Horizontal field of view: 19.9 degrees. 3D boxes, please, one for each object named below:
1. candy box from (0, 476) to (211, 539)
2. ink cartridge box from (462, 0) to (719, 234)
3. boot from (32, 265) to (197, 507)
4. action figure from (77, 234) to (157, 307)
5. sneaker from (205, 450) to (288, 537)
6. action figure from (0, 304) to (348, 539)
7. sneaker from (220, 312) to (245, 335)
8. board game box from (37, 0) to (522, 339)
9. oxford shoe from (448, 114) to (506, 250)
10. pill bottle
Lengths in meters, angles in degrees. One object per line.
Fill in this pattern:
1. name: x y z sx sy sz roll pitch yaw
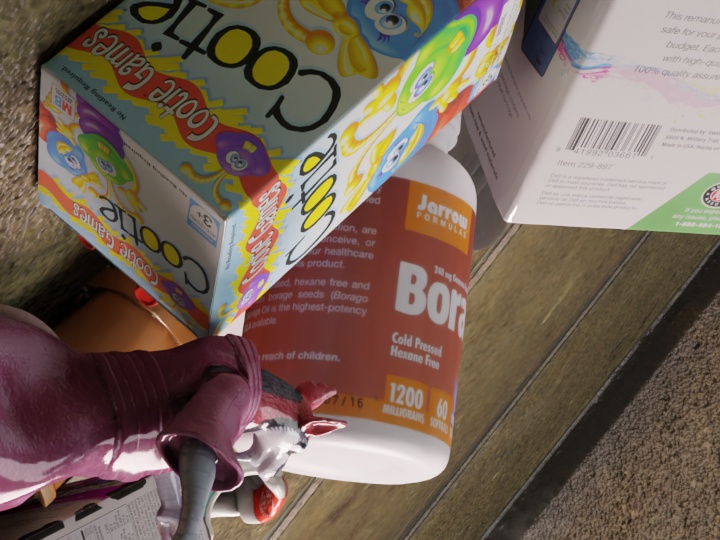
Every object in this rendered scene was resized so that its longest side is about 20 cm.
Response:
1. candy box: -0.178 0.154 0.992 0.136 0.061 0.200 -15 -178 27
2. ink cartridge box: 0.154 -0.117 0.967 0.145 0.088 0.200 3 137 -22
3. boot: -0.117 0.034 0.972 0.155 0.077 0.200 -48 169 -4
4. action figure: -0.043 -0.069 0.957 0.200 0.065 0.052 -46 176 -28
5. sneaker: -0.074 0.115 1.290 0.200 0.093 0.070 -33 158 -51
6. action figure: -0.104 0.055 0.837 0.199 0.150 0.134 -8 180 -22
7. sneaker: -0.054 0.017 1.182 0.089 0.075 0.200 -58 177 -26
8. board game box: -0.031 -0.085 0.876 0.200 0.105 0.103 -44 165 -28
9. oxford shoe: 0.037 -0.086 1.195 0.071 0.071 0.200 -47 150 -18
10. pill bottle: 0.000 0.000 1.037 0.112 0.112 0.201 73 23 -74
